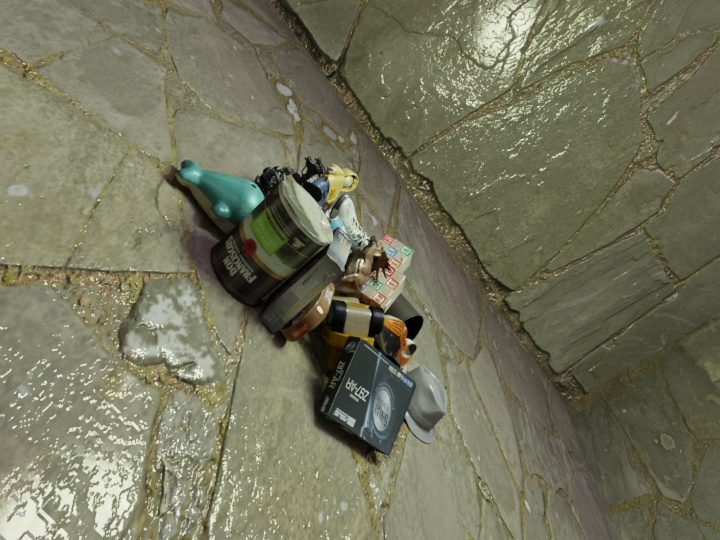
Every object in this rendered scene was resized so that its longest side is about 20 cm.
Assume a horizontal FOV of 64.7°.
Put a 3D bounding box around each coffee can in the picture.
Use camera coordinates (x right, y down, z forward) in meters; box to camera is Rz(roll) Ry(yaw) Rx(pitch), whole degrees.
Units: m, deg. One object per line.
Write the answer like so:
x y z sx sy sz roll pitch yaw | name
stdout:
-0.169 -0.052 1.093 0.146 0.198 0.148 45 19 -21 | coffee can

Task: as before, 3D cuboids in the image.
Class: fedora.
0.167 0.328 1.464 0.176 0.089 0.203 41 23 -35 | fedora

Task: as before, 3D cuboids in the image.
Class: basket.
0.057 0.098 1.506 0.133 0.183 0.202 -19 59 -29 | basket

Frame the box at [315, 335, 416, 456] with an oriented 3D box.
0.017 0.252 1.140 0.200 0.043 0.164 43 63 -34 | box

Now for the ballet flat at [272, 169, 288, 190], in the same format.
-0.204 -0.179 1.486 0.066 0.046 0.204 11 47 -36 | ballet flat

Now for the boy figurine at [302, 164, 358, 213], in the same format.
-0.072 -0.195 1.367 0.063 0.128 0.199 25 30 18 | boy figurine

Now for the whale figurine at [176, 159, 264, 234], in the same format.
-0.277 -0.160 1.161 0.199 0.103 0.161 41 20 -24 | whale figurine

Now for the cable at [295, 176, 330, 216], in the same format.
-0.121 -0.161 1.554 0.200 0.068 0.205 -86 152 -79 | cable

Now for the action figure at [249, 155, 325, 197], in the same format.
-0.183 -0.213 1.401 0.119 0.194 0.106 -33 108 -78 | action figure

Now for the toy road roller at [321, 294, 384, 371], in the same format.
-0.036 0.138 1.244 0.119 0.151 0.199 10 2 -18 | toy road roller

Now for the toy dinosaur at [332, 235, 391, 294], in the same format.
0.000 0.000 1.305 0.085 0.202 0.136 26 -18 41 | toy dinosaur

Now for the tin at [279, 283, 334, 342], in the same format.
-0.107 0.075 1.173 0.042 0.111 0.201 47 20 -14 | tin

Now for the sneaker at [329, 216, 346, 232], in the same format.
-0.089 -0.081 1.393 0.075 0.198 0.083 -19 95 -31 | sneaker

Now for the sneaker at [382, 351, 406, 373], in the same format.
0.065 0.244 1.371 0.080 0.077 0.202 51 20 -26 | sneaker

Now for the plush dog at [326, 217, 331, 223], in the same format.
-0.162 -0.087 1.305 0.170 0.163 0.198 37 8 30 | plush dog

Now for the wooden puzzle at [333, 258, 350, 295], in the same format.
-0.031 0.005 1.461 0.179 0.038 0.203 -6 46 -16 | wooden puzzle

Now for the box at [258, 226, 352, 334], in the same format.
-0.106 0.016 1.137 0.048 0.199 0.159 43 20 -13 | box

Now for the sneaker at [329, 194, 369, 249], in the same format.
-0.009 -0.105 1.416 0.114 0.076 0.202 37 -15 19 | sneaker

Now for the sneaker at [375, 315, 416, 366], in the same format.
0.061 0.152 1.308 0.091 0.076 0.201 31 -16 31 | sneaker

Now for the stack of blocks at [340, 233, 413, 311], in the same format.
0.054 0.012 1.394 0.113 0.060 0.200 31 52 16 | stack of blocks
